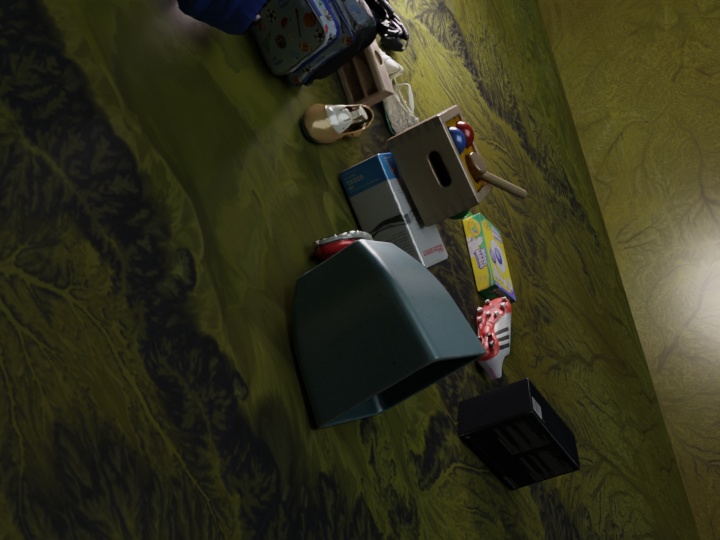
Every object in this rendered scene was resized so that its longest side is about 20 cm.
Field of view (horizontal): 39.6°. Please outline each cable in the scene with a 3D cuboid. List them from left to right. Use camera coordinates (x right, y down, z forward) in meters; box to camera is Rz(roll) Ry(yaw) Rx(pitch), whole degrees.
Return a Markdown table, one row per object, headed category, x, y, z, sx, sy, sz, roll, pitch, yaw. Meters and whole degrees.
| category | x | y | z | sx | sy | sz | roll | pitch | yaw |
| --- | --- | --- | --- | --- | --- | --- | --- | --- | --- |
| cable | 0.039 | -0.552 | 2.094 | 0.199 | 0.050 | 0.165 | 16 | 55 | -60 |

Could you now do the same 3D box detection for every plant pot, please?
| category | x | y | z | sx | sy | sz | roll | pitch | yaw |
| --- | --- | --- | --- | --- | --- | --- | --- | --- | --- |
| plant pot | 0.020 | 0.072 | 1.357 | 0.195 | 0.195 | 0.202 | 5 | 57 | -63 |

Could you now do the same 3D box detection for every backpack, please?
| category | x | y | z | sx | sy | sz | roll | pitch | yaw |
| --- | --- | --- | --- | --- | --- | --- | --- | --- | --- |
| backpack | -0.194 | -0.433 | 1.380 | 0.166 | 0.163 | 0.202 | 13 | 52 | -26 |
| backpack | -0.088 | -0.405 | 1.561 | 0.153 | 0.199 | 0.192 | -20 | 84 | -53 |

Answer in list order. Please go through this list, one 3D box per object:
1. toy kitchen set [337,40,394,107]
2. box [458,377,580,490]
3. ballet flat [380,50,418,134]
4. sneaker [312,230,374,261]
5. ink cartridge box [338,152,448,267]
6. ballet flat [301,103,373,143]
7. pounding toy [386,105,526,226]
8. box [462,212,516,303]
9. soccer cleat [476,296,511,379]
| category | x | y | z | sx | sy | sz | roll | pitch | yaw |
| --- | --- | --- | --- | --- | --- | --- | --- | --- | --- |
| toy kitchen set | -0.006 | -0.406 | 1.734 | 0.199 | 0.162 | 0.182 | 2 | 68 | -64 |
| box | 0.279 | 0.291 | 1.759 | 0.200 | 0.140 | 0.079 | 48 | 28 | -36 |
| ballet flat | 0.065 | -0.363 | 1.969 | 0.072 | 0.071 | 0.202 | -3 | 72 | -65 |
| sneaker | 0.000 | 0.000 | 1.509 | 0.200 | 0.076 | 0.086 | 29 | 49 | -54 |
| ink cartridge box | 0.059 | -0.092 | 1.695 | 0.202 | 0.083 | 0.145 | 67 | 22 | 1 |
| ballet flat | -0.034 | -0.255 | 1.668 | 0.069 | 0.063 | 0.200 | 66 | 24 | -2 |
| pounding toy | 0.169 | -0.171 | 1.702 | 0.202 | 0.141 | 0.184 | 64 | 22 | -7 |
| box | 0.274 | -0.032 | 2.145 | 0.117 | 0.048 | 0.202 | 33 | 40 | -53 |
| soccer cleat | 0.264 | 0.129 | 1.969 | 0.201 | 0.068 | 0.086 | -69 | 140 | -53 |
